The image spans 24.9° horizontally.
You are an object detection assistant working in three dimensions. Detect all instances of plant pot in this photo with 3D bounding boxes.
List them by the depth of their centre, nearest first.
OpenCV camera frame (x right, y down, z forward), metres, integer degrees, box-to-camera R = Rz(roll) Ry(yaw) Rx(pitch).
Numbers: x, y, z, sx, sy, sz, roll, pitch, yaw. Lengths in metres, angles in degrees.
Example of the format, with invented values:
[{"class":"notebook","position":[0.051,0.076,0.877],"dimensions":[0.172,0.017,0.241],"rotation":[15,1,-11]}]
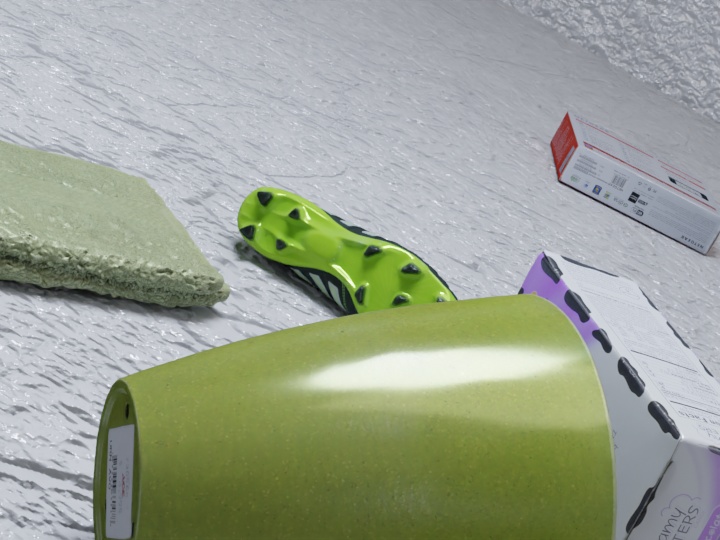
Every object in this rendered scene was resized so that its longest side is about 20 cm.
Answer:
[{"class":"plant pot","position":[-0.016,0.101,0.746],"dimensions":[0.198,0.188,0.187],"rotation":[3,26,-21]}]

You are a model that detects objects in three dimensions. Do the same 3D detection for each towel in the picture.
[{"class":"towel","position":[-0.187,-0.030,1.035],"dimensions":[0.199,0.037,0.148],"rotation":[11,25,-43]}]

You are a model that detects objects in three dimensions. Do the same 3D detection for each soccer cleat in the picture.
[{"class":"soccer cleat","position":[0.000,0.000,1.183],"dimensions":[0.199,0.068,0.081],"rotation":[33,6,18]}]

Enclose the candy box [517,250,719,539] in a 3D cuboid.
[{"class":"candy box","position":[0.120,0.113,0.873],"dimensions":[0.071,0.169,0.200],"rotation":[17,21,-23]}]

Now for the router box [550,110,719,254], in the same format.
[{"class":"router box","position":[0.331,-0.109,1.969],"dimensions":[0.199,0.049,0.180],"rotation":[26,18,-5]}]
